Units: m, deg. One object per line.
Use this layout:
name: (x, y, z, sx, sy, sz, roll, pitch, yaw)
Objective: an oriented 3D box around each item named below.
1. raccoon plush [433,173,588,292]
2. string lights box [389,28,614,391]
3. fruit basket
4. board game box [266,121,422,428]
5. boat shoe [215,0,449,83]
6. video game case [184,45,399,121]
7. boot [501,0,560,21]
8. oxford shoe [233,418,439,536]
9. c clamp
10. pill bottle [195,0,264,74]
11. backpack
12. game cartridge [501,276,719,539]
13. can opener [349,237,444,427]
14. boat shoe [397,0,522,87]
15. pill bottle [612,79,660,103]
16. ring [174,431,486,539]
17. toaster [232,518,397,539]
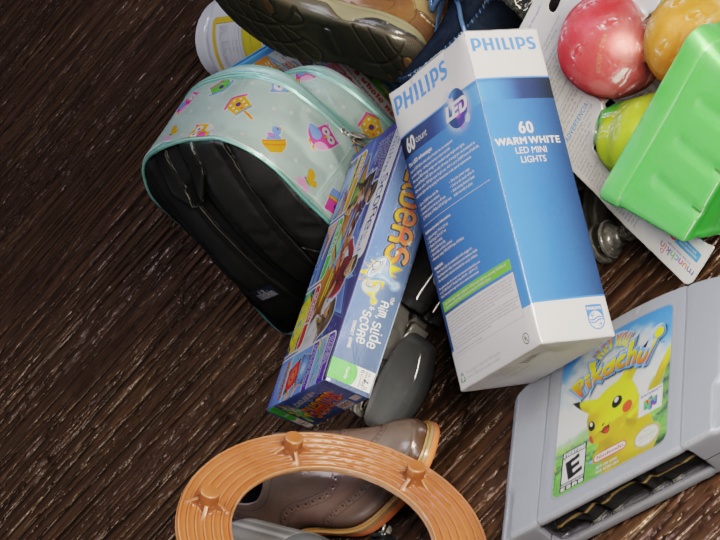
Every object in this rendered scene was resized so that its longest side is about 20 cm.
raccoon plush: (0.086, -0.041, 1.660, 0.135, 0.096, 0.200, -63, 14, 2)
string lights box: (0.085, -0.037, 1.513, 0.103, 0.059, 0.201, -35, 64, 57)
fruit basket: (0.180, -0.123, 1.484, 0.200, 0.093, 0.186, 52, 131, 34)
board game box: (0.000, 0.000, 1.663, 0.135, 0.034, 0.201, -32, 37, 68)
boat shoe: (-0.021, -0.198, 1.797, 0.199, 0.076, 0.074, 22, 64, 28)
video game case: (-0.035, -0.117, 1.918, 0.200, 0.143, 0.018, -25, 17, 47)
boot: (0.136, -0.239, 1.592, 0.158, 0.211, 0.080, -39, 42, 18)
oxford shoe: (-0.026, 0.142, 1.685, 0.200, 0.073, 0.072, -30, 35, 41)
c clamp: (0.208, -0.061, 1.571, 0.199, 0.027, 0.172, -23, 42, 47)
pill bottle: (-0.062, -0.202, 2.087, 0.200, 0.112, 0.113, 4, 64, 60)
backpack: (-0.056, -0.066, 1.825, 0.175, 0.200, 0.154, -14, 44, 55)
game cartridge: (0.163, 0.085, 1.475, 0.200, 0.040, 0.134, -34, 31, 38)
can opener: (0.058, 0.024, 1.720, 0.067, 0.053, 0.201, 31, 87, 34)
boat shoe: (0.087, -0.194, 1.714, 0.200, 0.069, 0.084, -47, 18, -29)
pill bottle: (0.236, -0.185, 1.546, 0.200, 0.113, 0.113, -35, 33, 26)
ring: (-0.017, 0.163, 1.531, 0.201, 0.199, 0.019, -99, 17, -53)
toaster: (-0.061, 0.241, 1.591, 0.201, 0.113, 0.129, -62, 25, -9)
